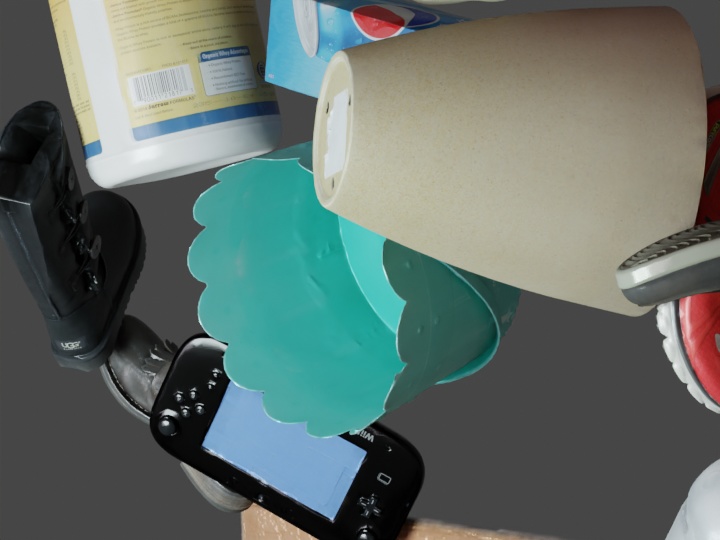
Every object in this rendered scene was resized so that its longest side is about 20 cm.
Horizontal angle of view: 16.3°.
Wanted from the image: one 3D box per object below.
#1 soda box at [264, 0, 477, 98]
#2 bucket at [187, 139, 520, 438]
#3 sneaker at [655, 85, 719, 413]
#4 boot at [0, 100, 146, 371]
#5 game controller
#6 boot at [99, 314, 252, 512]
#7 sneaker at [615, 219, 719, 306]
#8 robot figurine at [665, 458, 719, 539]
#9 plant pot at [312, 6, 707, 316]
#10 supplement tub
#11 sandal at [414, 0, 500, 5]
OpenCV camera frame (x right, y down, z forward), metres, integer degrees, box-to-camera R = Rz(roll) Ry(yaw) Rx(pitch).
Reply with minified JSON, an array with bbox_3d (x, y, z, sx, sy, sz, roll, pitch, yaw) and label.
[{"bbox_3d":[0.027,-0.140,1.674,0.200,0.064,0.068,21,114,40],"label":"soda box"},{"bbox_3d":[0.000,0.000,1.667,0.207,0.134,0.208,24,124,40],"label":"bucket"},{"bbox_3d":[0.227,-0.010,1.499,0.085,0.077,0.201,3,102,39],"label":"sneaker"},{"bbox_3d":[-0.217,-0.049,1.831,0.065,0.165,0.200,-7,140,11],"label":"boot"},{"bbox_3d":[-0.052,0.123,1.781,0.199,0.042,0.105,29,124,6],"label":"game controller"},{"bbox_3d":[-0.095,0.064,1.849,0.200,0.069,0.174,48,128,15],"label":"boot"},{"bbox_3d":[0.247,0.020,1.409,0.075,0.199,0.107,-153,51,-80],"label":"sneaker"},{"bbox_3d":[0.230,0.185,1.479,0.113,0.170,0.201,28,126,11],"label":"robot figurine"},{"bbox_3d":[0.079,-0.074,1.490,0.187,0.199,0.188,-175,90,-75],"label":"plant pot"},{"bbox_3d":[-0.143,-0.169,1.779,0.144,0.144,0.201,-12,91,46],"label":"supplement tub"},{"bbox_3d":[0.088,-0.211,1.601,0.199,0.054,0.081,-10,93,41],"label":"sandal"}]
